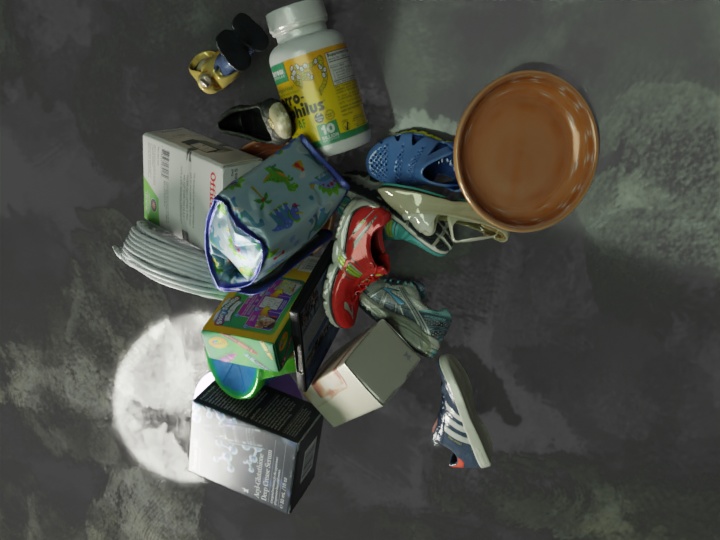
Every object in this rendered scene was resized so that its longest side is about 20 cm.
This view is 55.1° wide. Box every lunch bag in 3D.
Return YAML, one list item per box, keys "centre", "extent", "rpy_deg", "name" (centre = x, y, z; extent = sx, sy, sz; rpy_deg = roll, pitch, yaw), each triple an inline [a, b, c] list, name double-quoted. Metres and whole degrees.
- centre: [-0.125, -0.060, 0.962]
  extent: [0.128, 0.170, 0.200]
  rpy_deg: [48, 149, 3]
  name: "lunch bag"

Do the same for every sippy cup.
- centre: [-0.165, 0.126, 1.140]
  extent: [0.178, 0.129, 0.140]
  rpy_deg: [48, 127, 21]
  name: "sippy cup"

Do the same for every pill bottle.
- centre: [-0.062, -0.265, 0.965]
  extent: [0.111, 0.113, 0.203]
  rpy_deg: [-9, 106, 25]
  name: "pill bottle"

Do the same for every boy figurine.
- centre: [-0.194, -0.307, 0.997]
  extent: [0.064, 0.125, 0.199]
  rpy_deg: [44, 165, -22]
  name: "boy figurine"

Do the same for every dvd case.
- centre: [-0.064, 0.072, 1.039]
  extent: [0.017, 0.144, 0.202]
  rpy_deg: [18, 141, 14]
  name: "dvd case"

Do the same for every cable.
- centre: [-0.282, -0.014, 1.113]
  extent: [0.199, 0.198, 0.070]
  rpy_deg: [24, 93, 55]
  name: "cable"

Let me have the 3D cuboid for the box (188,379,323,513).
- centre: [-0.175, 0.283, 1.155]
  extent: [0.197, 0.107, 0.151]
  rpy_deg: [17, 116, 16]
  name: "box"

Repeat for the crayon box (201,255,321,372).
- centre: [-0.137, 0.054, 1.039]
  extent: [0.117, 0.201, 0.059]
  rpy_deg: [8, 130, 19]
  name: "crayon box"

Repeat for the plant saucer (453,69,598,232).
- centre: [0.211, -0.153, 0.892]
  extent: [0.196, 0.037, 0.204]
  rpy_deg: [-2, 101, -11]
  name: "plant saucer"

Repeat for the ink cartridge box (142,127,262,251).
- centre: [-0.250, -0.125, 1.082]
  extent: [0.198, 0.083, 0.148]
  rpy_deg: [25, 119, 34]
  name: "ink cartridge box"

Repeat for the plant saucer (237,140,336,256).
- centre: [-0.129, -0.111, 1.099]
  extent: [0.197, 0.032, 0.204]
  rpy_deg: [8, 112, 20]
  name: "plant saucer"

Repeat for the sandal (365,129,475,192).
- centre: [0.096, -0.149, 0.960]
  extent: [0.197, 0.087, 0.081]
  rpy_deg: [3, 114, 23]
  name: "sandal"

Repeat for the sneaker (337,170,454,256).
- centre: [0.050, -0.077, 1.027]
  extent: [0.198, 0.078, 0.080]
  rpy_deg: [31, 138, 15]
  name: "sneaker"

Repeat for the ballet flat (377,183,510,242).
- centre: [0.118, -0.075, 0.953]
  extent: [0.196, 0.070, 0.071]
  rpy_deg: [8, 115, -5]
  name: "ballet flat"

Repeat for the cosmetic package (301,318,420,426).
- centre: [-0.005, 0.163, 1.067]
  extent: [0.087, 0.103, 0.200]
  rpy_deg: [46, 148, -2]
  name: "cosmetic package"

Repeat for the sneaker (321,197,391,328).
- centre: [0.000, 0.000, 0.989]
  extent: [0.084, 0.077, 0.203]
  rpy_deg: [18, 116, 18]
  name: "sneaker"

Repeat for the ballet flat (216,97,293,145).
- centre: [-0.150, -0.209, 0.999]
  extent: [0.199, 0.056, 0.068]
  rpy_deg: [15, 124, 59]
  name: "ballet flat"

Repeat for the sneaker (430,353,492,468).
- centre: [0.142, 0.230, 1.093]
  extent: [0.083, 0.075, 0.203]
  rpy_deg: [-15, 104, 22]
  name: "sneaker"

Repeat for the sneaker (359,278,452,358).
- centre: [0.057, 0.048, 1.071]
  extent: [0.199, 0.078, 0.087]
  rpy_deg: [37, 82, 22]
  name: "sneaker"

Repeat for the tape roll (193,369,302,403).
- centre: [-0.202, 0.253, 1.253]
  extent: [0.197, 0.066, 0.204]
  rpy_deg: [8, 112, 19]
  name: "tape roll"
